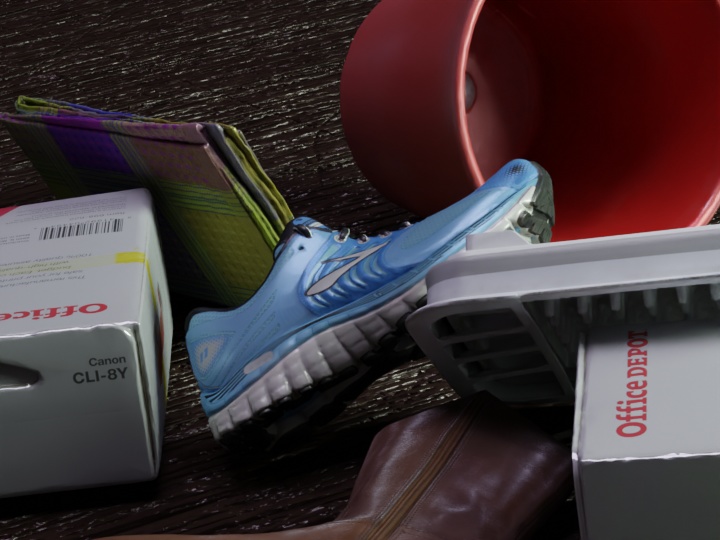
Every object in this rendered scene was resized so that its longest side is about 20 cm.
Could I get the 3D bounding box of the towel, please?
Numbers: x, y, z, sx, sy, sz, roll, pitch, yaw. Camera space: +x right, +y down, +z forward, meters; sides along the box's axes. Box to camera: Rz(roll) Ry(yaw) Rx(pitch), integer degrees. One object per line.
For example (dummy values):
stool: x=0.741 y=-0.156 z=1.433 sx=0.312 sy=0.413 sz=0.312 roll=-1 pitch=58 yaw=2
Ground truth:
towel: x=-0.103 y=-0.035 z=1.305 sx=0.200 sy=0.144 sz=0.023 roll=9 pitch=52 yaw=48

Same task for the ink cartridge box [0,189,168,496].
ink cartridge box: x=-0.172 y=0.036 z=1.187 sx=0.144 sy=0.084 sz=0.200 roll=-7 pitch=19 yaw=0

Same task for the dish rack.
dish rack: x=0.129 y=0.015 z=1.071 sx=0.199 sy=0.044 sz=0.172 roll=-5 pitch=-19 yaw=13

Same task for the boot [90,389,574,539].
boot: x=-0.012 y=0.104 z=0.994 sx=0.185 sy=0.065 sz=0.200 roll=11 pitch=28 yaw=12

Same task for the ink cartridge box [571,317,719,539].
ink cartridge box: x=0.189 y=0.077 z=0.964 sx=0.199 sy=0.085 sz=0.145 roll=-4 pitch=19 yaw=9

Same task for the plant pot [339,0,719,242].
plant pot: x=0.090 y=-0.099 z=1.349 sx=0.200 sy=0.201 sz=0.177 roll=-18 pitch=12 yaw=-27

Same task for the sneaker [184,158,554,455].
sneaker: x=0.000 y=0.000 z=1.126 sx=0.199 sy=0.090 sz=0.078 roll=-32 pitch=-22 yaw=1
